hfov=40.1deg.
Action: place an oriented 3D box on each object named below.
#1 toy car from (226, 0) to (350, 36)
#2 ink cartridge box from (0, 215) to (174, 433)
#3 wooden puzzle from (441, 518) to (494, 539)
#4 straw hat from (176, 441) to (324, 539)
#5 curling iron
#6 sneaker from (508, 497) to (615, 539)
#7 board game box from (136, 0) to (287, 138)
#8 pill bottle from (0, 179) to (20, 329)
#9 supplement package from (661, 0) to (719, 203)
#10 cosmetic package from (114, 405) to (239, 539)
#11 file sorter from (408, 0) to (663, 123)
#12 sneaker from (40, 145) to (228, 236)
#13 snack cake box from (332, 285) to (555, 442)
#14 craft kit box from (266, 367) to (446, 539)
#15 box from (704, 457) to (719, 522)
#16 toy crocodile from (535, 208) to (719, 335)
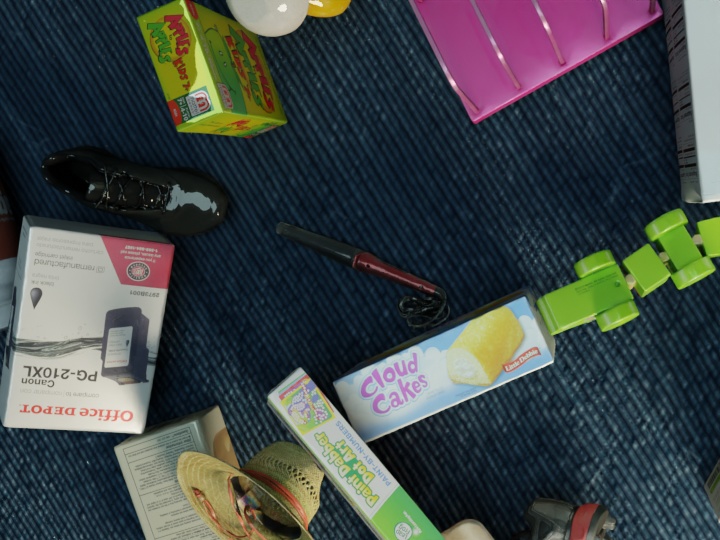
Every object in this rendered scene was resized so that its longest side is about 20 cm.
[{"bbox_3d":[-0.084,-0.323,0.894,0.199,0.175,0.151,31,135,7],"label":"toy car"},{"bbox_3d":[-0.280,0.057,1.003,0.143,0.084,0.203,7,98,-24],"label":"ink cartridge box"},{"bbox_3d":[0.110,0.350,0.976,0.186,0.046,0.200,52,132,8],"label":"wooden puzzle"},{"bbox_3d":[-0.079,0.209,0.932,0.200,0.085,0.202,29,144,23],"label":"straw hat"},{"bbox_3d":[0.000,0.000,0.996,0.199,0.026,0.050,30,75,11],"label":"curling iron"},{"bbox_3d":[0.185,0.311,0.974,0.097,0.071,0.203,16,110,27],"label":"sneaker"},{"bbox_3d":[-0.131,-0.182,0.919,0.047,0.200,0.103,-20,92,13],"label":"board game box"},{"bbox_3d":[-0.417,-0.030,1.040,0.111,0.112,0.202,-18,93,13],"label":"pill bottle"},{"bbox_3d":[0.369,-0.168,0.845,0.189,0.147,0.203,-6,93,12],"label":"supplement package"},{"bbox_3d":[-0.171,0.256,1.038,0.104,0.071,0.202,-17,92,12],"label":"cosmetic package"},{"bbox_3d":[0.149,-0.252,0.883,0.199,0.125,0.140,-28,81,14],"label":"file sorter"},{"bbox_3d":[-0.234,-0.079,1.008,0.198,0.091,0.077,11,96,9],"label":"sneaker"},{"bbox_3d":[0.084,0.088,0.947,0.198,0.115,0.068,-26,90,12],"label":"snack cake box"},{"bbox_3d":[-0.012,0.185,0.936,0.048,0.198,0.200,-40,87,-8],"label":"craft kit box"},{"bbox_3d":[0.434,0.213,0.894,0.198,0.101,0.113,28,101,8],"label":"box"},{"bbox_3d":[0.259,0.003,0.915,0.198,0.062,0.068,-28,74,3],"label":"toy crocodile"}]
